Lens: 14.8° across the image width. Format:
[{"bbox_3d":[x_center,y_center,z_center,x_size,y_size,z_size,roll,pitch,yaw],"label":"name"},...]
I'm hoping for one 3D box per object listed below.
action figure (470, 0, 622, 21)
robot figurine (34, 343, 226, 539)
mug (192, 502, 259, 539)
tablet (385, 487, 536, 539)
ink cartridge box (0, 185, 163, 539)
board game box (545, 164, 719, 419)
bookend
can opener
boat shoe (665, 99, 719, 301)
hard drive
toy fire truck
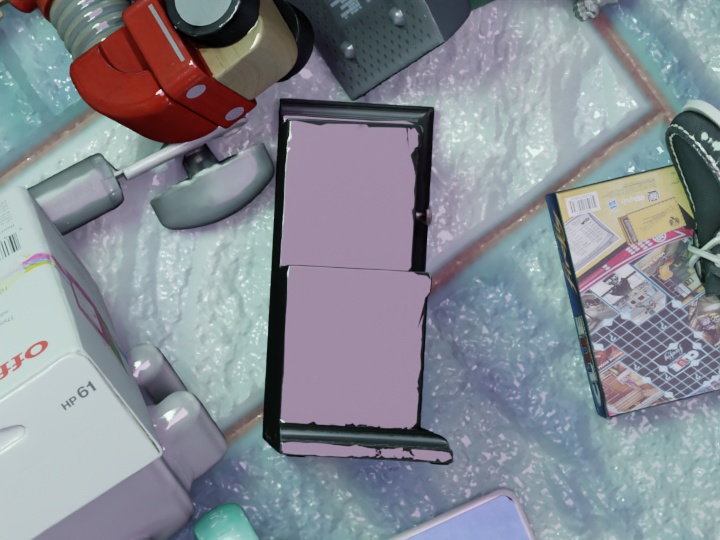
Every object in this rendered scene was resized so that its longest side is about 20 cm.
[{"bbox_3d":[0.134,-0.179,1.585,0.200,0.118,0.055,-7,66,-18],"label":"action figure"},{"bbox_3d":[-0.172,0.128,1.531,0.200,0.113,0.170,-36,53,-6],"label":"robot figurine"},{"bbox_3d":[-0.023,0.223,1.533,0.152,0.114,0.185,4,87,-6],"label":"mug"},{"bbox_3d":[0.023,0.222,1.603,0.200,0.014,0.130,-24,92,-7],"label":"tablet"},{"bbox_3d":[-0.200,0.062,1.456,0.144,0.200,0.085,-33,119,2],"label":"ink cartridge box"},{"bbox_3d":[0.220,-0.002,1.618,0.200,0.035,0.136,-13,90,-7],"label":"board game box"},{"bbox_3d":[0.000,0.000,1.510,0.092,0.199,0.200,3,88,-4],"label":"bookend"},{"bbox_3d":[-0.145,-0.031,1.568,0.200,0.053,0.067,-28,91,-5],"label":"can opener"},{"bbox_3d":[0.221,0.000,1.563,0.060,0.076,0.200,-32,92,-12],"label":"boat shoe"},{"bbox_3d":[-0.018,-0.203,1.550,0.042,0.135,0.200,-31,92,-28],"label":"hard drive"},{"bbox_3d":[-0.158,-0.139,1.529,0.200,0.129,0.176,-36,67,13],"label":"toy fire truck"}]
